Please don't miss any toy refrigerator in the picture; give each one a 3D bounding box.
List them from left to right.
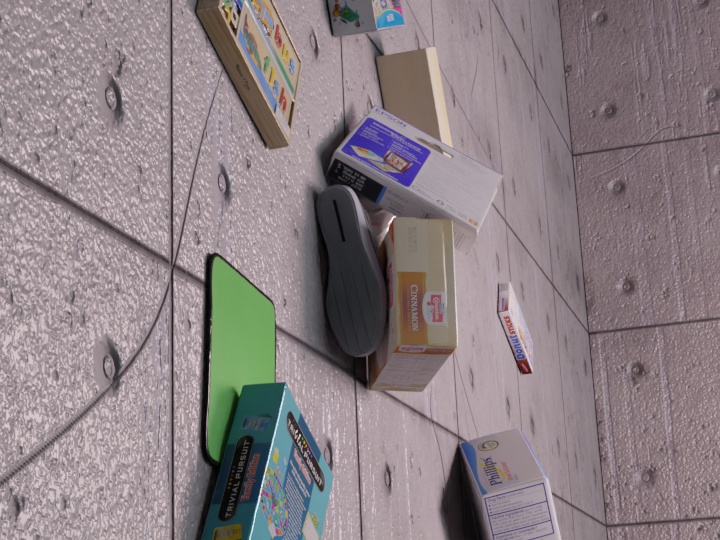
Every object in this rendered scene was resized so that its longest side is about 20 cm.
[{"bbox_3d":[0.082,-0.211,1.953,0.070,0.076,0.200,-36,116,-71],"label":"toy refrigerator"}]

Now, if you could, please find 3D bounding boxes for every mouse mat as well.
[{"bbox_3d":[-0.111,0.099,1.300,0.161,0.008,0.200,48,39,-62],"label":"mouse mat"}]

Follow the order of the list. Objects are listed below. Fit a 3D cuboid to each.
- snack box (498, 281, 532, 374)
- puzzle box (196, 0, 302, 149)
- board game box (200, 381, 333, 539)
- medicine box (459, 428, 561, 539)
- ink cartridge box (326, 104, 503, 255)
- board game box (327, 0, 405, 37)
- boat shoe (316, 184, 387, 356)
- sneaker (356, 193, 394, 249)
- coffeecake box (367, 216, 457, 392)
[{"bbox_3d":[0.294,0.110,2.592,0.200,0.024,0.072,64,24,-46],"label":"snack box"},{"bbox_3d":[-0.110,-0.240,1.421,0.200,0.025,0.133,63,25,-47],"label":"puzzle box"},{"bbox_3d":[-0.083,0.227,1.251,0.151,0.047,0.200,68,24,-42],"label":"board game box"},{"bbox_3d":[0.227,0.366,2.037,0.182,0.103,0.200,-111,-173,-72],"label":"medicine box"},{"bbox_3d":[0.071,-0.117,1.709,0.043,0.198,0.200,-62,178,28],"label":"ink cartridge box"},{"bbox_3d":[-0.005,-0.407,1.778,0.148,0.064,0.200,-38,120,-70],"label":"board game box"},{"bbox_3d":[0.000,0.000,1.587,0.067,0.073,0.200,12,70,-67],"label":"boat shoe"},{"bbox_3d":[0.044,-0.056,1.786,0.200,0.078,0.100,-5,94,-64],"label":"sneaker"},{"bbox_3d":[0.057,0.044,1.625,0.200,0.073,0.154,115,-24,-68],"label":"coffeecake box"}]
